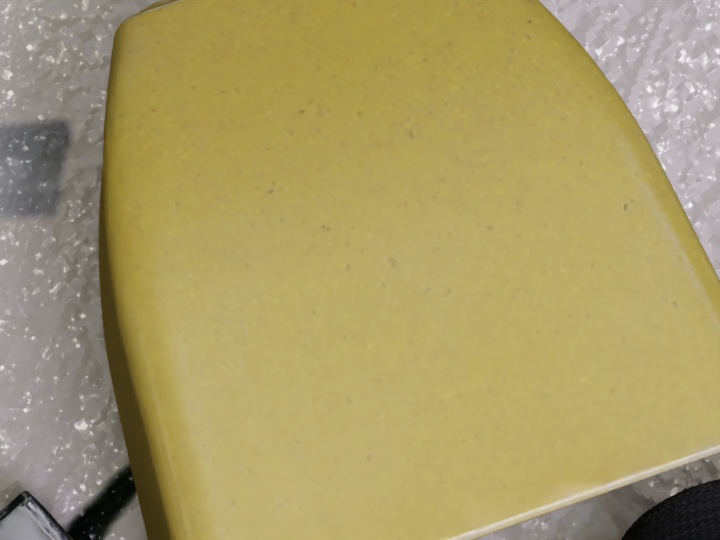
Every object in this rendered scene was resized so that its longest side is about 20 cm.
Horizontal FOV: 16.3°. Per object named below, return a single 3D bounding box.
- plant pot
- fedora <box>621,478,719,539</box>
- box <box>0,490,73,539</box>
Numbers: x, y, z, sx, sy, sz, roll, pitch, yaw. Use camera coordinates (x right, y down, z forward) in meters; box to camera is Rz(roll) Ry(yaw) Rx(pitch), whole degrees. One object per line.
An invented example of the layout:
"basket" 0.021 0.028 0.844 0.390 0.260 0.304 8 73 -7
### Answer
"plant pot" 0.000 0.000 0.855 0.194 0.196 0.200 -19 84 -9
"fedora" 0.162 0.127 0.905 0.200 0.201 0.092 5 57 -9
"box" -0.142 0.202 0.893 0.200 0.046 0.159 -40 94 -8
